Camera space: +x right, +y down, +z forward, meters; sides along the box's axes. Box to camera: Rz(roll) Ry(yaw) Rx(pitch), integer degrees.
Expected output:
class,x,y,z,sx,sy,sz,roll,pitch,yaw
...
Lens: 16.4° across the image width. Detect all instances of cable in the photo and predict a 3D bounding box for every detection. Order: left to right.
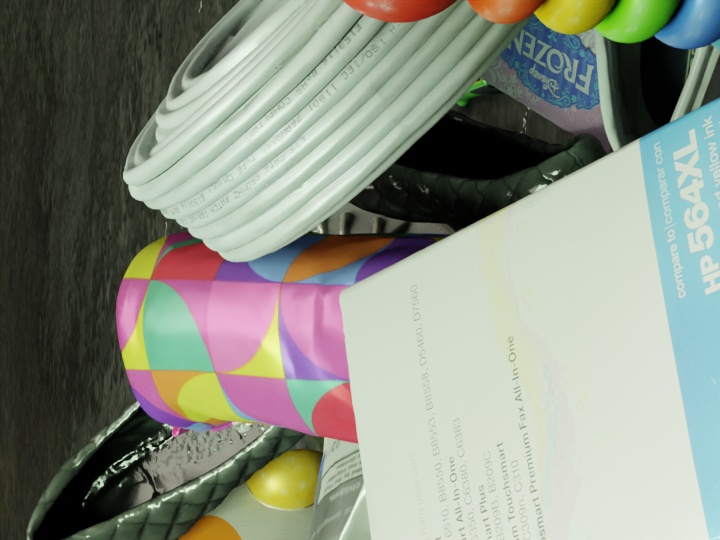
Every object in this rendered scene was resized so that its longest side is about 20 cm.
class,x,y,z,sx,sy,sz,roll,pitch,yaw
cable,-0.003,-0.087,0.931,0.200,0.069,0.200,-46,11,-2

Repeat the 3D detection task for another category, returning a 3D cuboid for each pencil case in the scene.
class,x,y,z,sx,sy,sz,roll,pitch,yaw
pencil case,-0.002,0.026,0.946,0.200,0.088,0.089,1,91,42

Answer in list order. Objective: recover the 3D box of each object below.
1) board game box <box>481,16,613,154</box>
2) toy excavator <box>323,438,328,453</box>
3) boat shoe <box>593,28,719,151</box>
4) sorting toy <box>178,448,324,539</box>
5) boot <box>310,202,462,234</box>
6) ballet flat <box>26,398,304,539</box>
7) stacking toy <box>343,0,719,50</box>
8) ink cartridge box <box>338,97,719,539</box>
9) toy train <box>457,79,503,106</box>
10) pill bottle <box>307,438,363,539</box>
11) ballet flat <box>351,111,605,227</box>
class,x,y,z,sx,sy,sz,roll,pitch,yaw
board game box,0.069,-0.176,1.011,0.200,0.041,0.200,36,127,45
toy excavator,-0.015,0.027,1.283,0.195,0.100,0.200,113,150,-51
boat shoe,0.116,-0.132,0.882,0.073,0.065,0.201,8,110,37
sorting toy,0.014,0.185,1.109,0.107,0.200,0.180,-53,39,27
boot,0.000,0.000,1.090,0.200,0.095,0.074,-168,82,-72
ballet flat,-0.067,0.064,1.071,0.066,0.057,0.200,50,115,18
stacking toy,0.083,-0.108,0.805,0.085,0.199,0.086,180,90,-72
ink cartridge box,0.092,0.046,0.776,0.200,0.128,0.126,-26,64,42
toy train,0.057,-0.108,1.157,0.200,0.042,0.057,167,92,-72
pill bottle,0.026,0.158,1.001,0.114,0.113,0.200,112,171,-50
ballet flat,0.042,-0.048,1.003,0.200,0.066,0.057,23,132,51
